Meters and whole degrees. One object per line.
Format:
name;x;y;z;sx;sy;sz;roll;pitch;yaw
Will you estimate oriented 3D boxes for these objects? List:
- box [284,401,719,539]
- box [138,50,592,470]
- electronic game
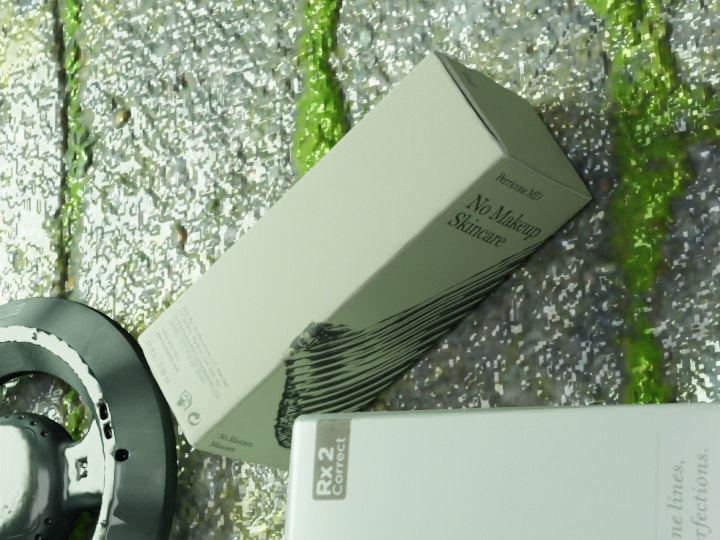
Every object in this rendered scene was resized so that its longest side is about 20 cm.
box;0.080;0.158;0.776;0.200;0.131;0.199;-5;76;35
box;0.000;0.000;0.907;0.200;0.082;0.068;-44;56;20
electronic game;-0.172;0.112;1.025;0.200;0.042;0.200;-9;74;34
